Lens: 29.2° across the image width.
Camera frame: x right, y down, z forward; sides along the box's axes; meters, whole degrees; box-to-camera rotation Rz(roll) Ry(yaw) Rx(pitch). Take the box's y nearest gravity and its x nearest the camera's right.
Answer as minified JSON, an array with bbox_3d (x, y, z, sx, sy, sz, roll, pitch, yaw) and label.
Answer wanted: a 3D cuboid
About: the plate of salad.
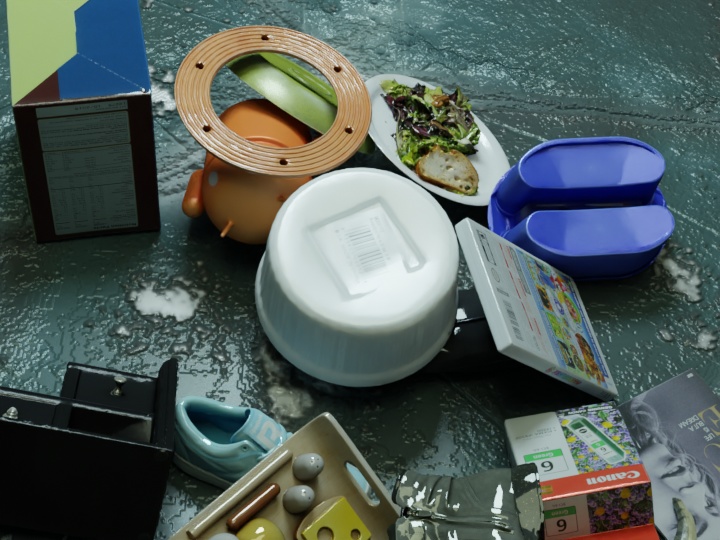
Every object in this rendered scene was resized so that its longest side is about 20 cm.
[{"bbox_3d":[0.088,-0.152,1.519,0.200,0.048,0.200,23,38,-19],"label":"plate of salad"}]

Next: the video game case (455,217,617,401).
[{"bbox_3d":[0.171,0.040,1.332,0.018,0.200,0.144,-34,54,25],"label":"video game case"}]

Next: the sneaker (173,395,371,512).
[{"bbox_3d":[-0.085,0.169,1.256,0.199,0.082,0.074,15,52,7],"label":"sneaker"}]

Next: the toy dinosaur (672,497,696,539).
[{"bbox_3d":[0.290,0.287,1.203,0.088,0.048,0.200,13,53,20],"label":"toy dinosaur"}]

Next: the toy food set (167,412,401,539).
[{"bbox_3d":[-0.057,0.235,1.178,0.200,0.060,0.144,-37,91,-30],"label":"toy food set"}]

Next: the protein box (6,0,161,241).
[{"bbox_3d":[-0.287,-0.173,1.442,0.134,0.200,0.199,-6,51,-10],"label":"protein box"}]

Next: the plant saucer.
[{"bbox_3d":[-0.061,-0.193,1.506,0.200,0.031,0.200,33,12,-8],"label":"plant saucer"}]

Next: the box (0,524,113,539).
[{"bbox_3d":[-0.292,0.280,1.131,0.199,0.104,0.148,18,51,11],"label":"box"}]

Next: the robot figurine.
[{"bbox_3d":[-0.105,-0.105,1.439,0.143,0.117,0.200,12,32,-9],"label":"robot figurine"}]

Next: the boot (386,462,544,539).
[{"bbox_3d":[0.091,0.248,1.124,0.130,0.068,0.200,-7,49,4],"label":"boot"}]

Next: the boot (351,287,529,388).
[{"bbox_3d":[0.076,0.030,1.391,0.199,0.066,0.165,-9,64,-5],"label":"boot"}]

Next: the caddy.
[{"bbox_3d":[0.236,-0.063,1.465,0.199,0.105,0.142,-3,73,-8],"label":"caddy"}]

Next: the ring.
[{"bbox_3d":[-0.087,-0.168,1.390,0.200,0.019,0.201,6,53,-8],"label":"ring"}]

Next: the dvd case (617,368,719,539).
[{"bbox_3d":[0.321,0.195,1.314,0.148,0.016,0.200,-23,56,-22],"label":"dvd case"}]

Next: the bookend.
[{"bbox_3d":[-0.261,0.135,1.181,0.198,0.092,0.200,12,16,-9],"label":"bookend"}]

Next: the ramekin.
[{"bbox_3d":[0.000,0.000,1.313,0.200,0.098,0.201,2,61,-4],"label":"ramekin"}]

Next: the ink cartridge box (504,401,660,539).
[{"bbox_3d":[0.198,0.194,1.223,0.109,0.051,0.200,-10,26,0],"label":"ink cartridge box"}]
